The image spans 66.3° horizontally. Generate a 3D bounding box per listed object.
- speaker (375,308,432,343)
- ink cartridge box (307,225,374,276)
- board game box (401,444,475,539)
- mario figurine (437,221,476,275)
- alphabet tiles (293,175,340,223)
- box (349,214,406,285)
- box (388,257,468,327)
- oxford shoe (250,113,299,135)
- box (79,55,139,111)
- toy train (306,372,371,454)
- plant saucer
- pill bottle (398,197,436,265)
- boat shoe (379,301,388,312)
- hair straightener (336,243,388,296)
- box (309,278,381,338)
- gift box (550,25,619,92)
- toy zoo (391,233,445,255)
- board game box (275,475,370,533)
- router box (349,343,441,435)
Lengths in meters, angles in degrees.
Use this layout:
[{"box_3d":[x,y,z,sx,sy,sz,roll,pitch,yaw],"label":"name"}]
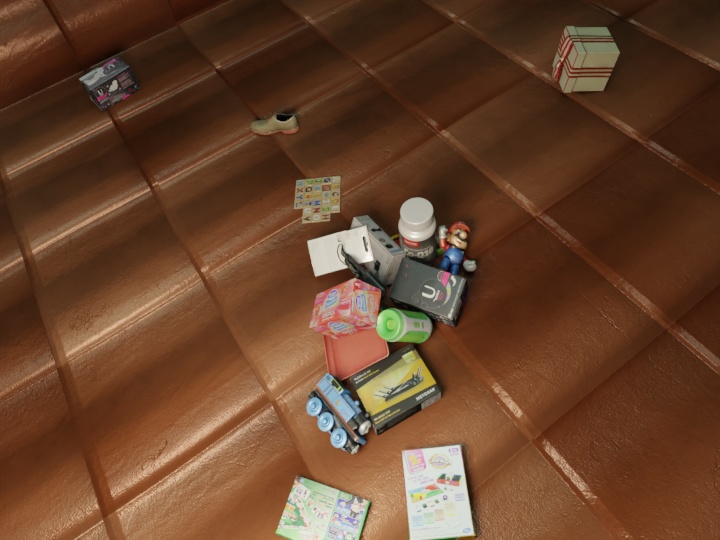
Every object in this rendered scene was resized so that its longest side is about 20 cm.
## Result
[{"box_3d":[0.120,0.148,1.462,0.086,0.198,0.092,-5,80,32],"label":"speaker"},{"box_3d":[-0.056,-0.060,1.675,0.194,0.050,0.113,-14,90,15],"label":"ink cartridge box"},{"box_3d":[0.178,0.521,1.289,0.148,0.041,0.205,-6,54,5],"label":"board game box"},{"box_3d":[0.284,-0.063,1.638,0.104,0.124,0.205,-3,56,36],"label":"mario figurine"},{"box_3d":[-0.149,-0.246,1.905,0.161,0.008,0.205,-5,54,6],"label":"alphabet tiles"},{"box_3d":[0.042,-0.062,1.670,0.059,0.119,0.200,-14,46,-38],"label":"box"},{"box_3d":[0.193,0.062,1.553,0.195,0.106,0.125,18,79,21],"label":"box"},{"box_3d":[-0.336,-0.574,2.125,0.193,0.076,0.072,-2,54,8],"label":"oxford shoe"},{"box_3d":[-1.087,-0.814,2.390,0.199,0.116,0.131,-40,58,-19],"label":"box"},{"box_3d":[-0.053,0.363,1.397,0.115,0.087,0.200,-46,58,-2],"label":"toy train"},{"box_3d":[-0.012,0.190,1.516,0.196,0.037,0.204,-30,51,22],"label":"plant saucer"},{"box_3d":[0.167,-0.106,1.608,0.110,0.202,0.117,-4,53,6],"label":"pill bottle"},{"box_3d":[0.037,0.115,1.591,0.068,0.071,0.201,-49,62,13],"label":"boat shoe"},{"box_3d":[0.000,0.000,1.599,0.041,0.077,0.201,-42,84,14],"label":"hair straightener"},{"box_3d":[-0.042,0.104,1.459,0.093,0.198,0.106,25,63,-28],"label":"box"},{"box_3d":[0.807,-0.778,2.028,0.180,0.187,0.204,-2,50,-4],"label":"gift box"},{"box_3d":[0.151,-0.067,1.721,0.196,0.021,0.133,-25,56,-9],"label":"toy zoo"},{"box_3d":[-0.086,0.583,1.296,0.194,0.029,0.137,12,59,17],"label":"board game box"},{"box_3d":[0.091,0.308,1.446,0.196,0.053,0.159,-27,55,-10],"label":"router box"}]
